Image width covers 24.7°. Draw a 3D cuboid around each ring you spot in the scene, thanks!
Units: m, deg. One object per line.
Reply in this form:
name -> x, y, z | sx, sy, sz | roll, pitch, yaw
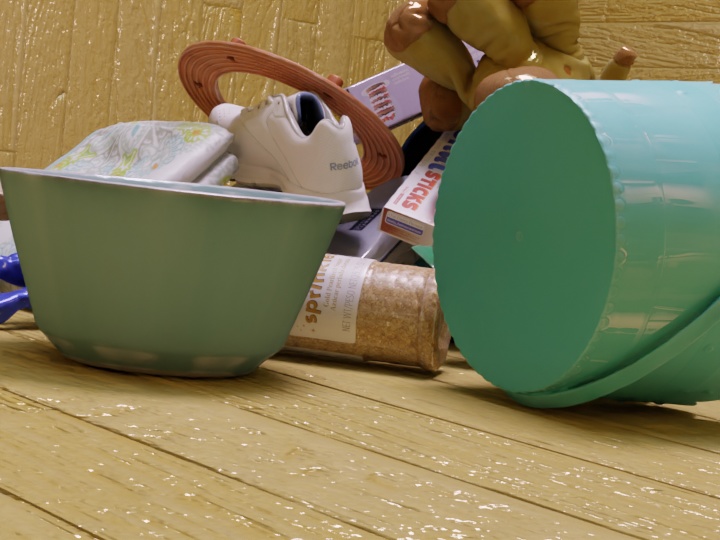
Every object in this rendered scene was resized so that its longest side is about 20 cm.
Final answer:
ring -> -0.053, -0.125, 1.307 | 0.200, 0.019, 0.201 | 24, -18, 8

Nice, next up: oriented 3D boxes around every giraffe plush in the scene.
giraffe plush -> 0.118, -0.120, 1.225 | 0.172, 0.163, 0.200 | -33, -58, 28

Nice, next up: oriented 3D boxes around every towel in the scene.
towel -> -0.206, -0.047, 1.246 | 0.171, 0.048, 0.200 | 7, 43, 49

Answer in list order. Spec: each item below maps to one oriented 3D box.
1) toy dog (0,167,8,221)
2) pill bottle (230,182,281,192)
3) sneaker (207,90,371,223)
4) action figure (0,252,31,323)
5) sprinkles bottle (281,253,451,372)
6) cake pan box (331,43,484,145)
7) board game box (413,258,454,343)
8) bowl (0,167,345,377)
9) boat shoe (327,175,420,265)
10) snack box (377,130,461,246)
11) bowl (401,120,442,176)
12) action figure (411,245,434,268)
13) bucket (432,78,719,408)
toy dog -> -0.308, -0.029, 1.104 | 0.096, 0.132, 0.200 | 29, -2, 10
pill bottle -> -0.069, -0.025, 1.352 | 0.111, 0.112, 0.200 | 6, 4, 4
sneaker -> -0.054, -0.100, 1.244 | 0.074, 0.088, 0.200 | -13, 26, -33
action figure -> -0.203, 0.007, 1.082 | 0.065, 0.052, 0.200 | 44, 22, 27
sprinkles bottle -> -0.041, 0.020, 1.058 | 0.199, 0.069, 0.068 | 7, 4, 13
cake pan box -> 0.026, -0.150, 1.444 | 0.200, 0.053, 0.184 | -27, 8, -30
board game box -> 0.067, -0.011, 1.317 | 0.028, 0.135, 0.200 | 50, -16, -22
bowl -> -0.112, 0.001, 0.949 | 0.200, 0.106, 0.201 | 6, 5, 0
boat shoe -> 0.000, 0.000, 1.243 | 0.073, 0.066, 0.200 | 10, 36, 42
snack box -> 0.079, -0.067, 1.260 | 0.072, 0.024, 0.200 | 21, 31, 10
bowl -> 0.113, -0.058, 1.442 | 0.200, 0.202, 0.039 | 8, 1, 25
action figure -> 0.120, 0.006, 1.167 | 0.118, 0.055, 0.200 | 50, 36, 9
bucket -> 0.144, -0.016, 0.950 | 0.134, 0.208, 0.207 | 1, 6, -30
